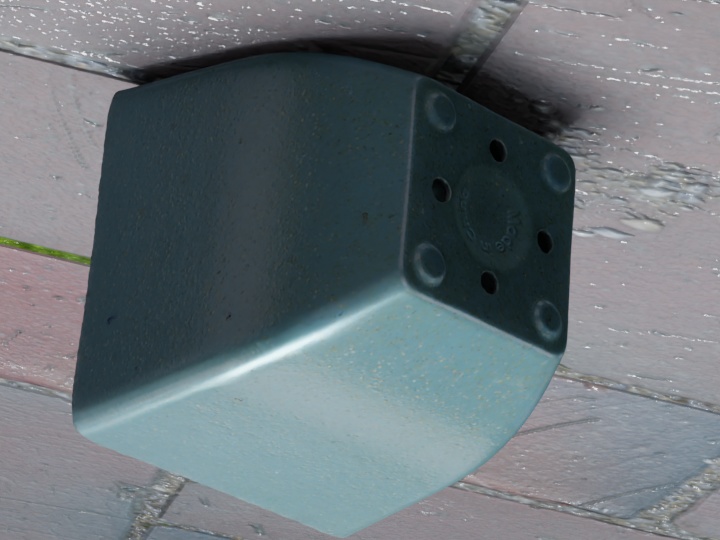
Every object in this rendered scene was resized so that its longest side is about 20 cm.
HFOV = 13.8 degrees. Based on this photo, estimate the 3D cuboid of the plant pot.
[{"bbox_3d":[0.000,0.000,1.504,0.196,0.197,0.200,25,148,-37],"label":"plant pot"}]
